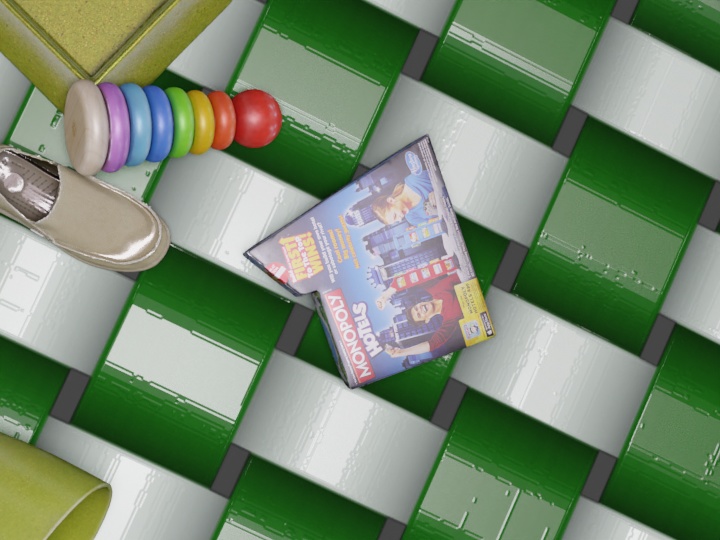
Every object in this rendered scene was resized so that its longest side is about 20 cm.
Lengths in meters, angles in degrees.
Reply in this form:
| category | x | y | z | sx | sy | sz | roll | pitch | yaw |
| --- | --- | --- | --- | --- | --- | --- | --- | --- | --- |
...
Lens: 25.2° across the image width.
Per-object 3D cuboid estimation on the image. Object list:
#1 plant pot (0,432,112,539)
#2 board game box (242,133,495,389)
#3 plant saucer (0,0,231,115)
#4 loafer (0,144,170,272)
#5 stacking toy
| category | x | y | z | sx | sy | sz | roll | pitch | yaw |
| --- | --- | --- | --- | --- | --- | --- | --- | --- | --- |
| plant pot | -0.352 | 0.209 | 1.408 | 0.199 | 0.187 | 0.188 | 33 | 83 | 9 |
| board game box | 0.000 | 0.000 | 1.514 | 0.198 | 0.062 | 0.202 | -19 | 91 | -8 |
| plant saucer | -0.250 | -0.262 | 1.494 | 0.200 | 0.048 | 0.200 | 44 | 82 | -5 |
| loafer | -0.268 | -0.056 | 1.472 | 0.198 | 0.068 | 0.076 | 22 | 85 | -7 |
| stacking toy | -0.166 | -0.134 | 1.479 | 0.198 | 0.085 | 0.086 | -4 | 88 | -26 |
